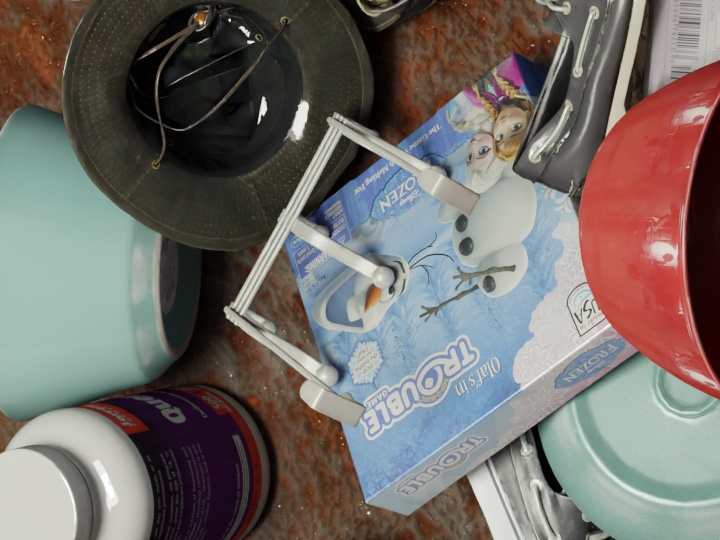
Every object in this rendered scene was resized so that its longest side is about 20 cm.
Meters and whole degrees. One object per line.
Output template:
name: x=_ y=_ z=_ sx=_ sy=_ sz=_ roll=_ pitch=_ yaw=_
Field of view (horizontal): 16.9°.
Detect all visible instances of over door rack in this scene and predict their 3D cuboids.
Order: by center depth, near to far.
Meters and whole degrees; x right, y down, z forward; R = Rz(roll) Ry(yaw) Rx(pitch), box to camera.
over door rack: x=0.000 y=0.000 z=1.392 sx=0.148 sy=0.066 sz=0.200 roll=-62 pitch=23 yaw=5

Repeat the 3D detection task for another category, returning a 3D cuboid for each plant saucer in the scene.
plant saucer: x=0.190 y=0.064 z=1.370 sx=0.199 sy=0.036 sz=0.201 roll=-4 pitch=78 yaw=19

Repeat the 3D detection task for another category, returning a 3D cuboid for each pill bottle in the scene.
pill bottle: x=-0.149 y=0.135 z=1.503 sx=0.112 sy=0.200 sz=0.113 roll=2 pitch=95 yaw=29

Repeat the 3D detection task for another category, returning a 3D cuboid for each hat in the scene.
hat: x=-0.097 y=-0.113 z=1.473 sx=0.081 sy=0.200 sz=0.202 roll=32 pitch=113 yaw=62

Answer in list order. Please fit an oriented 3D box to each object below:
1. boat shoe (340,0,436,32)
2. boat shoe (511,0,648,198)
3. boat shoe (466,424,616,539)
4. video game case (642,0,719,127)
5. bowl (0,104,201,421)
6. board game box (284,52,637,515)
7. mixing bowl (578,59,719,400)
boat shoe: x=0.016 y=-0.189 z=1.407 sx=0.075 sy=0.073 sz=0.200 roll=48 pitch=155 yaw=5
boat shoe: x=0.123 y=-0.136 z=1.320 sx=0.062 sy=0.073 sz=0.201 roll=9 pitch=111 yaw=4
boat shoe: x=0.122 y=0.147 z=1.430 sx=0.068 sy=0.072 sz=0.201 roll=-34 pitch=70 yaw=28
video game case: x=0.251 y=-0.174 z=1.320 sx=0.181 sy=0.023 sz=0.201 roll=5 pitch=101 yaw=12
bowl: x=-0.163 y=-0.003 z=1.524 sx=0.105 sy=0.201 sz=0.202 roll=2 pitch=95 yaw=9
board game box: x=0.058 y=0.008 z=1.425 sx=0.200 sy=0.043 sz=0.200 roll=-38 pitch=53 yaw=26
mixing bowl: x=0.186 y=-0.024 z=1.283 sx=0.108 sy=0.200 sz=0.201 roll=4 pitch=96 yaw=42
